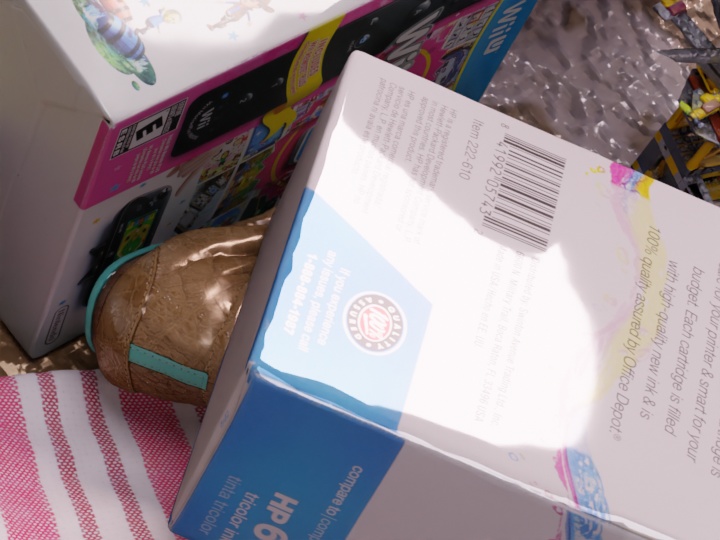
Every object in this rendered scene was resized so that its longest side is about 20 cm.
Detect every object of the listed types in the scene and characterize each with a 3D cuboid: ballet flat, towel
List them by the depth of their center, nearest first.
[{"bbox_3d":[-0.035,0.070,0.900,0.200,0.030,0.146,-3,32,-22],"label":"towel"},{"bbox_3d":[0.000,0.000,0.949,0.072,0.068,0.200,29,34,31],"label":"ballet flat"}]

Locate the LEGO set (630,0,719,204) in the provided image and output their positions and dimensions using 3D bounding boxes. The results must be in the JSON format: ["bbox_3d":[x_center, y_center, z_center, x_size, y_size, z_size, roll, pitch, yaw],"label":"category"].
[{"bbox_3d":[0.199,-0.035,1.031,0.200,0.116,0.154,-6,64,-22],"label":"LEGO set"}]

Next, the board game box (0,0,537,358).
[{"bbox_3d":[-0.033,-0.070,0.949,0.200,0.148,0.064,-30,73,-30],"label":"board game box"}]

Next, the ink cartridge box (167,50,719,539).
[{"bbox_3d":[0.062,0.042,0.846,0.200,0.085,0.145,22,44,-5],"label":"ink cartridge box"}]
